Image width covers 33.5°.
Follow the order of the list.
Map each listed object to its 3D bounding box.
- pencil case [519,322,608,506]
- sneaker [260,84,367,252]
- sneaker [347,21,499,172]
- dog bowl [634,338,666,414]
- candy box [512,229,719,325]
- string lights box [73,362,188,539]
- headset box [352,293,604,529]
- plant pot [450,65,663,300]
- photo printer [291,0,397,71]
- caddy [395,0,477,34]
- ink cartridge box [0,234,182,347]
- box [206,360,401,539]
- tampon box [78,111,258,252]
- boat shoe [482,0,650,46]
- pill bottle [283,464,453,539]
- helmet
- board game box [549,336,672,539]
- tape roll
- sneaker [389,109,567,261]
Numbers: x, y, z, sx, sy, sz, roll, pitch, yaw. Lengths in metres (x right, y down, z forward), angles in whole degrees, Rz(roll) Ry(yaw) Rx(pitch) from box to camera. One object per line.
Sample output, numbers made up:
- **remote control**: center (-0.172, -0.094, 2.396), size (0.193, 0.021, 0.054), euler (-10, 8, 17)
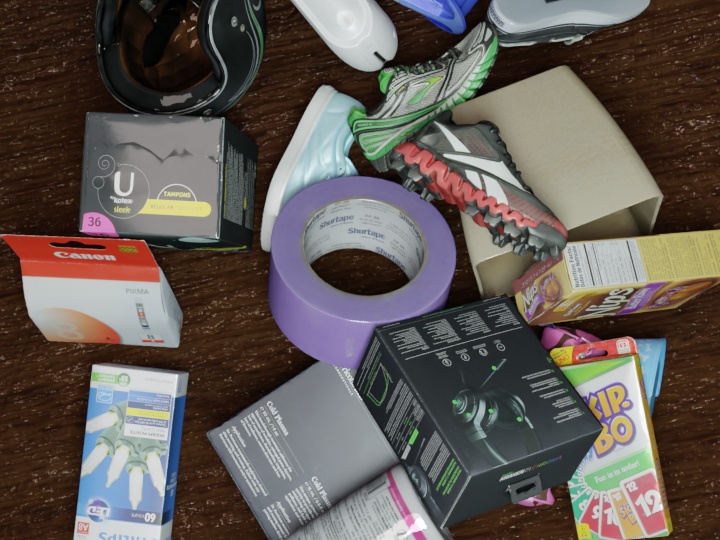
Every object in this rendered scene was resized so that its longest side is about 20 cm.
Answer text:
- **pencil case**: center (0.204, 0.160, 1.302), size (0.090, 0.094, 0.202), euler (19, 91, -12)
- **sneaker**: center (-0.048, -0.106, 1.349), size (0.081, 0.074, 0.202), euler (23, 90, 11)
- **sneaker**: center (0.069, -0.198, 1.295), size (0.200, 0.078, 0.085), euler (-41, 102, 12)
- **dog bowl**: center (0.287, 0.168, 1.291), size (0.049, 0.111, 0.203), euler (10, 88, 18)
- **candy box**: center (0.273, 0.008, 1.253), size (0.198, 0.117, 0.057), euler (-4, 72, -21)
- **string lights box**: center (-0.260, 0.212, 1.361), size (0.101, 0.059, 0.203), euler (5, 88, 4)
- **headset box**: center (0.119, 0.140, 1.199), size (0.173, 0.093, 0.201), euler (-14, 53, -31)
- **plant pot**: center (0.189, -0.097, 1.275), size (0.198, 0.200, 0.179), euler (-20, 75, 4)
- **photo printer**: center (-0.037, -0.305, 1.312), size (0.069, 0.166, 0.201), euler (-40, 85, 9)
- **caddy**: center (0.057, -0.348, 1.318), size (0.200, 0.141, 0.105), euler (44, 89, 7)
- **ink cartridge box**: center (-0.289, 0.026, 1.304), size (0.160, 0.200, 0.051), euler (3, 68, 5)
- **box**: center (-0.036, 0.211, 1.318), size (0.181, 0.104, 0.201), euler (-32, 85, 4)
- **tampon box**: center (-0.201, -0.091, 1.299), size (0.148, 0.200, 0.128), euler (2, 87, 6)
- **boat shoe**: center (0.227, -0.286, 1.335), size (0.197, 0.068, 0.074), euler (-18, 74, -20)
- **pill bottle**: center (-0.011, 0.295, 1.204), size (0.199, 0.113, 0.114), euler (-33, 85, 4)
- **helmet**: center (-0.195, -0.259, 1.311), size (0.198, 0.201, 0.192), euler (13, 131, 6)
- **board game box**: center (0.253, 0.174, 1.226), size (0.095, 0.030, 0.203), euler (-12, 86, 26)
- **tape roll**: center (0.000, 0.000, 1.283), size (0.197, 0.085, 0.202), euler (4, 51, -4)
- **sneaker**: center (0.126, -0.088, 1.150), size (0.200, 0.071, 0.098), euler (35, 80, 25)
